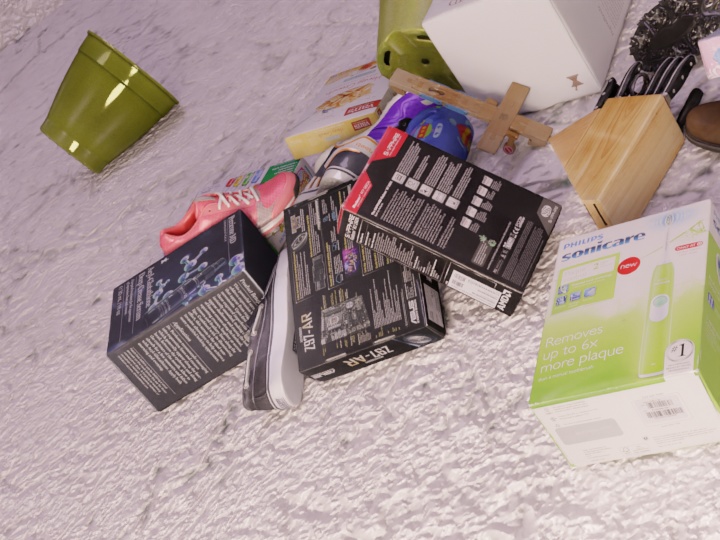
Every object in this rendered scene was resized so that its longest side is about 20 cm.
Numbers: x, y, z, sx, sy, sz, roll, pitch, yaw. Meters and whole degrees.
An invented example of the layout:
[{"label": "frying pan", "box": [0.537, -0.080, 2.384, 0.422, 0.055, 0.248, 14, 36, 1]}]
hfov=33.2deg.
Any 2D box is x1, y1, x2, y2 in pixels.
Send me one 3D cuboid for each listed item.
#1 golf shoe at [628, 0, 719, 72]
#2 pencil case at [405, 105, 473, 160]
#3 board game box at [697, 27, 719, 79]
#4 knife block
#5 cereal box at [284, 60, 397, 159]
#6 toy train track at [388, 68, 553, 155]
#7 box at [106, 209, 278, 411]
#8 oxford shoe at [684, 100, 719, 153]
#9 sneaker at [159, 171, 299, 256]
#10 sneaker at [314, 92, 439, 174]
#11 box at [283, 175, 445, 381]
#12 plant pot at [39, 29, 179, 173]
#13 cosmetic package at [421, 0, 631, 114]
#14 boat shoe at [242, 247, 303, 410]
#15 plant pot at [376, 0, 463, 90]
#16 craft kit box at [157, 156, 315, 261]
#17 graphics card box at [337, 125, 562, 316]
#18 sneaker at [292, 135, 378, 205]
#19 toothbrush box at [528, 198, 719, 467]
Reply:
[{"label": "golf shoe", "box": [0.391, -0.287, 1.333, 0.200, 0.078, 0.094, -37, -15, 37]}, {"label": "pencil case", "box": [0.070, -0.109, 1.408, 0.086, 0.078, 0.201, 6, 46, 19]}, {"label": "board game box", "box": [0.453, -0.248, 1.153, 0.199, 0.044, 0.199, -10, 14, 40]}, {"label": "knife block", "box": [0.288, -0.135, 1.226, 0.175, 0.064, 0.200, -31, 30, 13]}, {"label": "cereal box", "box": [-0.007, -0.231, 1.663, 0.143, 0.040, 0.200, -14, 27, 27]}, {"label": "toy train track", "box": [0.127, -0.185, 1.414, 0.199, 0.033, 0.115, 24, 57, 12]}, {"label": "box", "box": [-0.192, 0.047, 1.449, 0.199, 0.107, 0.149, -31, 30, 10]}, {"label": "oxford shoe", "box": [0.389, -0.160, 1.135, 0.199, 0.085, 0.073, -5, 45, 46]}, {"label": "sneaker", "box": [-0.166, -0.069, 1.517, 0.200, 0.087, 0.074, -38, 31, 0]}, {"label": "sneaker", "box": [0.039, -0.149, 1.519, 0.200, 0.070, 0.100, -37, 36, 9]}, {"label": "box", "box": [0.000, 0.000, 1.287, 0.160, 0.043, 0.201, -22, 60, 26]}, {"label": "plant pot", "box": [-0.457, -0.283, 2.130, 0.193, 0.200, 0.200, -53, 31, -2]}, {"label": "cosmetic package", "box": [0.207, -0.318, 1.463, 0.167, 0.167, 0.201, -12, 40, 37]}, {"label": "boat shoe", "box": [-0.096, 0.063, 1.330, 0.067, 0.072, 0.201, -11, 57, 21]}, {"label": "plant pot", "box": [0.099, -0.338, 1.610, 0.200, 0.200, 0.185, -13, 50, 35]}, {"label": "craft kit box", "box": [-0.175, -0.054, 1.635, 0.199, 0.049, 0.198, -14, 41, 35]}, {"label": "graphics card box", "box": [0.090, -0.052, 1.218, 0.199, 0.051, 0.126, 24, 56, 7]}, {"label": "sneaker", "box": [-0.021, -0.098, 1.446, 0.080, 0.078, 0.200, -59, 9, -21]}, {"label": "toothbrush box", "box": [0.235, 0.051, 1.008, 0.145, 0.086, 0.201, -16, 35, 33]}]
